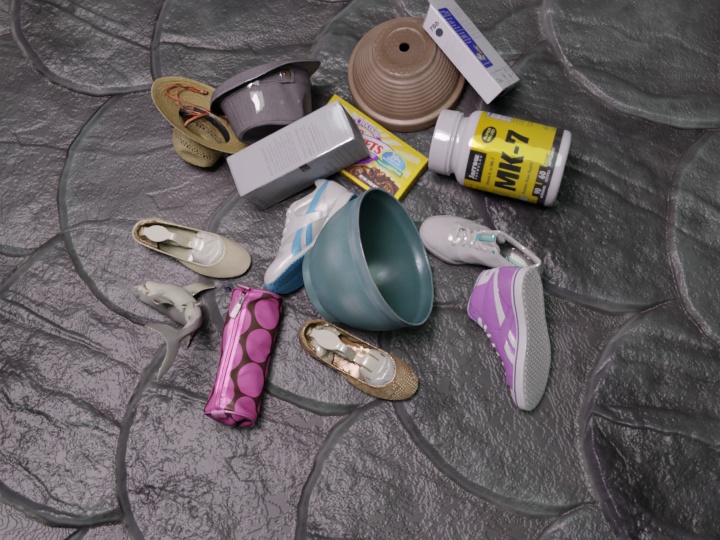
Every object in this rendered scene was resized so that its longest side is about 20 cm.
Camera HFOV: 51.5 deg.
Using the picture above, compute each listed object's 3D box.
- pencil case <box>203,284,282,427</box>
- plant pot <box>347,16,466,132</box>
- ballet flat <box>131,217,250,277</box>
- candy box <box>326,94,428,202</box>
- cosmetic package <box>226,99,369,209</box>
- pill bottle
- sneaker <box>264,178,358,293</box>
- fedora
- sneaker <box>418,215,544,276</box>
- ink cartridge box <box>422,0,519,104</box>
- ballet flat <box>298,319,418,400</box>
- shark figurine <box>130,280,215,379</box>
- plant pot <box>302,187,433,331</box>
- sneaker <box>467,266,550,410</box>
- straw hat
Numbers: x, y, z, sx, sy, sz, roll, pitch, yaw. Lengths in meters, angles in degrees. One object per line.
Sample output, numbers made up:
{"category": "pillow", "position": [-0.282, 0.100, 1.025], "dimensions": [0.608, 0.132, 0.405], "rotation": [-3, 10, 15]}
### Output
{"category": "pencil case", "position": [-0.176, 0.125, 1.100], "dimensions": [0.089, 0.094, 0.204], "rotation": [6, 75, 9]}
{"category": "plant pot", "position": [0.074, -0.335, 1.204], "dimensions": [0.196, 0.093, 0.205], "rotation": [-2, 73, 6]}
{"category": "ballet flat", "position": [-0.270, -0.039, 1.174], "dimensions": [0.196, 0.070, 0.071], "rotation": [15, 76, 11]}
{"category": "candy box", "position": [0.004, -0.191, 1.204], "dimensions": [0.199, 0.026, 0.103], "rotation": [37, 80, 15]}
{"category": "cosmetic package", "position": [-0.095, -0.176, 1.156], "dimensions": [0.197, 0.102, 0.075], "rotation": [-27, 77, 11]}
{"category": "pill bottle", "position": [0.209, -0.175, 1.128], "dimensions": [0.196, 0.114, 0.116], "rotation": [15, 76, 12]}
{"category": "sneaker", "position": [-0.087, -0.052, 1.156], "dimensions": [0.080, 0.077, 0.201], "rotation": [31, 73, 22]}
{"category": "fedora", "position": [-0.136, -0.254, 1.166], "dimensions": [0.175, 0.199, 0.092], "rotation": [-23, 88, 37]}
{"category": "sneaker", "position": [0.180, -0.041, 1.106], "dimensions": [0.197, 0.089, 0.076], "rotation": [21, 79, 13]}
{"category": "ink cartridge box", "position": [0.163, -0.356, 1.172], "dimensions": [0.039, 0.099, 0.201], "rotation": [-39, 88, 36]}
{"category": "ballet flat", "position": [-0.008, 0.130, 1.092], "dimensions": [0.197, 0.065, 0.072], "rotation": [23, 77, 13]}
{"category": "shark figurine", "position": [-0.269, 0.084, 1.122], "dimensions": [0.126, 0.214, 0.091], "rotation": [-3, 113, -23]}
{"category": "plant pot", "position": [0.000, 0.000, 1.078], "dimensions": [0.132, 0.199, 0.204], "rotation": [-21, 70, 28]}
{"category": "sneaker", "position": [0.211, 0.096, 1.082], "dimensions": [0.113, 0.072, 0.205], "rotation": [-1, 92, 46]}
{"category": "straw hat", "position": [-0.260, -0.220, 1.211], "dimensions": [0.201, 0.200, 0.086], "rotation": [44, 122, 16]}
